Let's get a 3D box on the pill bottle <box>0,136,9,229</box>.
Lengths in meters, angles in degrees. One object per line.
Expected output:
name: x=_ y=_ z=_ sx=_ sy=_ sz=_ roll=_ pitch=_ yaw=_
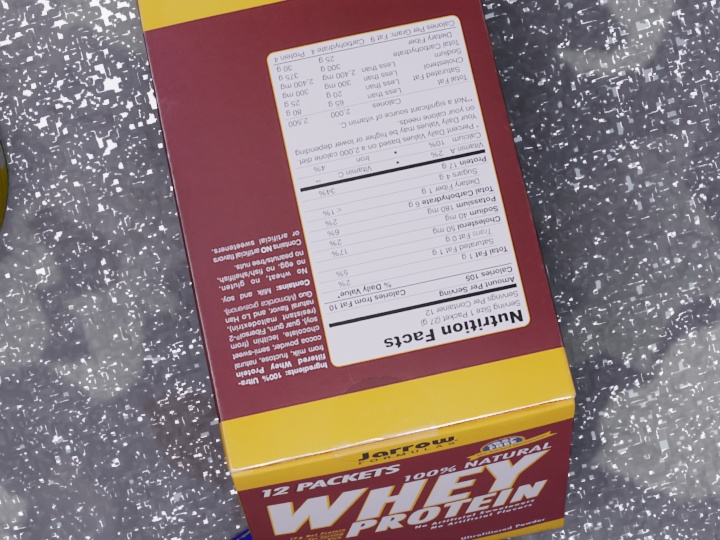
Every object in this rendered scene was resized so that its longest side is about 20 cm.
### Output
pill bottle: x=-0.205 y=-0.024 z=1.234 sx=0.112 sy=0.200 sz=0.114 roll=-1 pitch=100 yaw=-3

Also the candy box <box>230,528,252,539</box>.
candy box: x=0.012 y=0.200 z=1.348 sx=0.169 sy=0.077 sz=0.200 roll=-34 pitch=101 yaw=1

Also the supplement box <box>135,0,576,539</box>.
supplement box: x=0.000 y=0.000 z=1.218 sx=0.132 sy=0.197 sz=0.201 roll=-12 pitch=72 yaw=-1
